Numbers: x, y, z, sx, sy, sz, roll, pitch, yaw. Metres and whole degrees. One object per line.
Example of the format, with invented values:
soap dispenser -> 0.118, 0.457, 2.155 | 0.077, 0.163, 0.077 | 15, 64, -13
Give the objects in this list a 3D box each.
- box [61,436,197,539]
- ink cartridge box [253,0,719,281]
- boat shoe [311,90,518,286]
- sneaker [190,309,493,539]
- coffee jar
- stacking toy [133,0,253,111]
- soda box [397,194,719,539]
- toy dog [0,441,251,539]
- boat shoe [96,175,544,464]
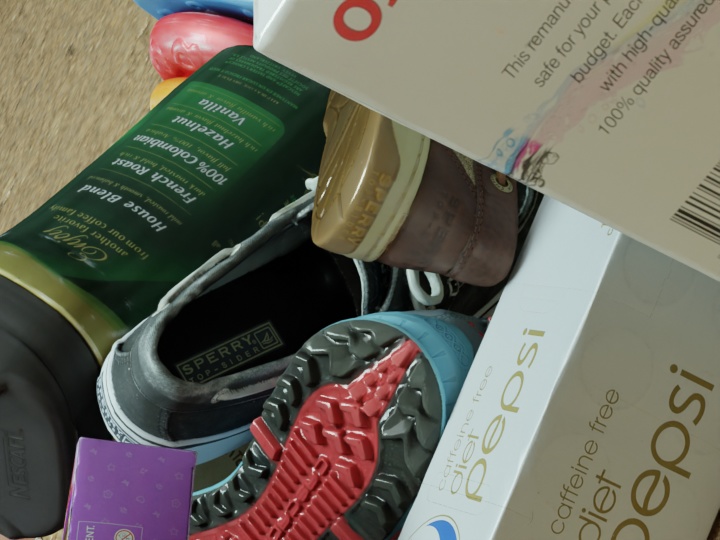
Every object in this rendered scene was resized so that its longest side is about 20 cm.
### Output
box -> -0.086, 0.159, 0.785 | 0.200, 0.039, 0.137 | 108, 168, -56
ink cartridge box -> 0.089, -0.109, 0.696 | 0.147, 0.200, 0.145 | -52, 23, 29
boat shoe -> 0.032, -0.058, 0.838 | 0.200, 0.072, 0.072 | -82, 17, -60
sneaker -> -0.005, 0.086, 0.848 | 0.200, 0.096, 0.079 | -47, 68, 38
coffee jar -> -0.083, 0.007, 0.928 | 0.200, 0.085, 0.104 | -42, -32, -36
stacking toy -> -0.066, -0.024, 1.089 | 0.110, 0.116, 0.200 | 11, 74, 39
soda box -> 0.056, 0.079, 0.743 | 0.200, 0.068, 0.064 | -67, 20, -7
toy dog -> -0.116, 0.109, 1.000 | 0.200, 0.096, 0.132 | -68, 19, -10
boat shoe -> -0.002, -0.002, 0.865 | 0.199, 0.074, 0.068 | -24, -15, -29
